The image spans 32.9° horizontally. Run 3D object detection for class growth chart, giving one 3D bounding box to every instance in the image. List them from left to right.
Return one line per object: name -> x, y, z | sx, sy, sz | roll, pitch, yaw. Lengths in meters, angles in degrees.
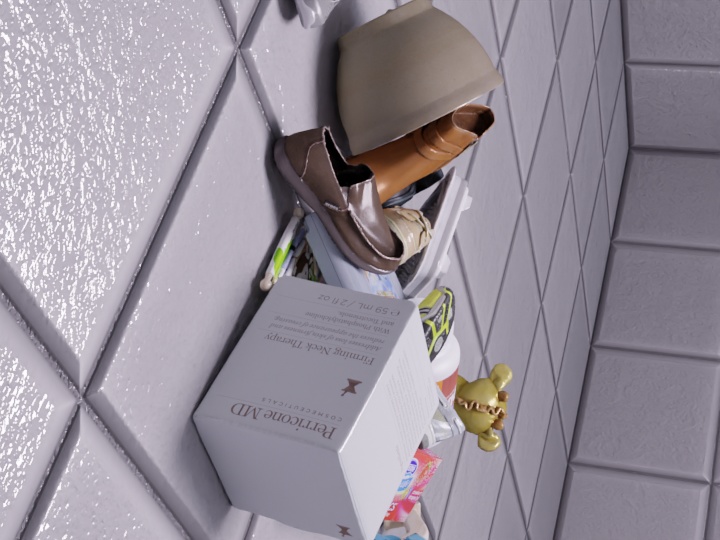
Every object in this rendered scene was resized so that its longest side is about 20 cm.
growth chart -> -0.068, 0.025, 1.395 | 0.200, 0.018, 0.145 | 75, 27, -48

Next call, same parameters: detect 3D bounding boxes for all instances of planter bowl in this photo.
planter bowl -> 0.052, -0.241, 1.444 | 0.135, 0.200, 0.200 | 64, 26, -7

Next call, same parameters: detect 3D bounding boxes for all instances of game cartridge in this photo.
game cartridge -> 0.000, 0.000, 1.423 | 0.133, 0.041, 0.200 | 62, 14, 9

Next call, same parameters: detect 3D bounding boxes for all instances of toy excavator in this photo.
toy excavator -> 0.057, 0.401, 1.715 | 0.200, 0.194, 0.100 | -16, 113, -40

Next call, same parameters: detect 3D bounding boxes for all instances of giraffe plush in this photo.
giraffe plush -> 0.151, 0.194, 1.854 | 0.200, 0.162, 0.173 | -41, 133, -64

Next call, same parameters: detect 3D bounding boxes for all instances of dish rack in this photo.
dish rack -> 0.093, -0.033, 1.650 | 0.200, 0.043, 0.172 | 130, -18, -67

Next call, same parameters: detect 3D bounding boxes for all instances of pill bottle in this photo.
pill bottle -> 0.076, 0.140, 1.656 | 0.112, 0.112, 0.200 | -62, 161, -48

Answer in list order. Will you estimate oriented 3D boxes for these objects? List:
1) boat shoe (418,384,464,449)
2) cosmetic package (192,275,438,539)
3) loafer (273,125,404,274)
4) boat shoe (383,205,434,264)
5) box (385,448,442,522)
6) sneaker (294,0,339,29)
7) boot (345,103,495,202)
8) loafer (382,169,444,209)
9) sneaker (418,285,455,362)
boat shoe -> 0.064, 0.123, 1.522 | 0.075, 0.065, 0.202 | 90, -20, -60
cosmetic package -> -0.038, 0.142, 1.258 | 0.167, 0.167, 0.200 | 76, 34, -44
loafer -> -0.010, -0.075, 1.321 | 0.200, 0.071, 0.073 | 47, 28, -26
boat shoe -> 0.055, -0.051, 1.507 | 0.072, 0.065, 0.200 | 64, 0, 0
box -> 0.010, 0.238, 1.494 | 0.100, 0.095, 0.200 | -58, 153, 0
sneaker -> -0.019, -0.340, 1.332 | 0.075, 0.082, 0.200 | 74, 29, -48
boot -> 0.062, -0.141, 1.472 | 0.200, 0.155, 0.074 | -37, 97, -45
loafer -> 0.037, -0.118, 1.607 | 0.072, 0.073, 0.200 | 59, 32, -5
sneaker -> 0.045, 0.090, 1.460 | 0.200, 0.076, 0.076 | -51, 150, -26
